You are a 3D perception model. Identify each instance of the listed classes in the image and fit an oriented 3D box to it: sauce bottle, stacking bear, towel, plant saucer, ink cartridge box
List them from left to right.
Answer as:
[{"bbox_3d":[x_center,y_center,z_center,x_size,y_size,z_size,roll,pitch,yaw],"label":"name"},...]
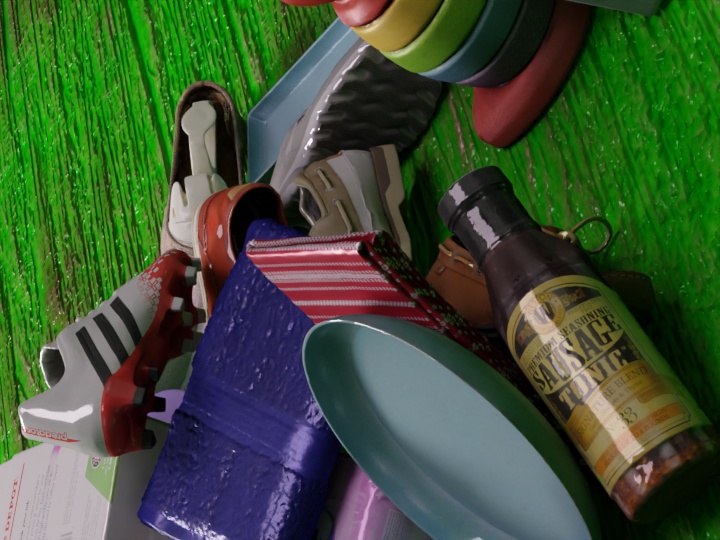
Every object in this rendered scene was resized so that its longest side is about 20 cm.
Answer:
[{"bbox_3d":[-0.177,0.169,1.689,0.200,0.067,0.118,-23,54,54],"label":"ink cartridge box"},{"bbox_3d":[-0.047,0.079,1.551,0.147,0.049,0.201,22,91,51],"label":"towel"},{"bbox_3d":[-0.020,-0.134,1.834,0.200,0.019,0.070,-45,37,42],"label":"plant saucer"},{"bbox_3d":[0.027,-0.173,1.573,0.114,0.199,0.122,-41,39,43],"label":"stacking bear"},{"bbox_3d":[0.039,0.047,1.423,0.023,0.200,0.144,-54,21,-18],"label":"towel"},{"bbox_3d":[0.052,0.093,1.394,0.027,0.200,0.200,-46,19,-24],"label":"plant saucer"},{"bbox_3d":[0.107,0.034,1.353,0.200,0.066,0.066,53,124,24],"label":"sauce bottle"}]

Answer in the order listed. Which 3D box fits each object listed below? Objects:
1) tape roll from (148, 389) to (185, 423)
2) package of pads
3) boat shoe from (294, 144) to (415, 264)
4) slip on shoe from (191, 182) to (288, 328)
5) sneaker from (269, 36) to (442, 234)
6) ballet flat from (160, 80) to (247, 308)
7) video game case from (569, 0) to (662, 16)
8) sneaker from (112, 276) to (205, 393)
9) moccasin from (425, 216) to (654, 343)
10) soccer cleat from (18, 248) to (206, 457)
[{"bbox_3d":[-0.113,0.185,1.725,0.200,0.085,0.201,-41,39,45],"label":"tape roll"},{"bbox_3d":[-0.013,0.208,1.534,0.120,0.075,0.201,0,72,60],"label":"package of pads"},{"bbox_3d":[0.000,0.000,1.628,0.201,0.068,0.075,-99,2,-53],"label":"boat shoe"},{"bbox_3d":[-0.058,0.036,1.689,0.061,0.074,0.201,-36,62,50],"label":"slip on shoe"},{"bbox_3d":[-0.016,-0.098,1.737,0.200,0.074,0.082,-55,33,29],"label":"sneaker"},{"bbox_3d":[-0.112,-0.057,1.876,0.067,0.068,0.201,81,-178,-47],"label":"ballet flat"},{"bbox_3d":[0.063,-0.222,1.542,0.183,0.199,0.022,-105,29,-48],"label":"video game case"},{"bbox_3d":[-0.161,0.099,1.860,0.076,0.092,0.201,-7,66,61],"label":"sneaker"},{"bbox_3d":[0.099,0.004,1.475,0.201,0.073,0.078,-178,99,-69],"label":"moccasin"},{"bbox_3d":[-0.148,0.045,1.618,0.200,0.085,0.069,-71,-20,-56],"label":"soccer cleat"}]
